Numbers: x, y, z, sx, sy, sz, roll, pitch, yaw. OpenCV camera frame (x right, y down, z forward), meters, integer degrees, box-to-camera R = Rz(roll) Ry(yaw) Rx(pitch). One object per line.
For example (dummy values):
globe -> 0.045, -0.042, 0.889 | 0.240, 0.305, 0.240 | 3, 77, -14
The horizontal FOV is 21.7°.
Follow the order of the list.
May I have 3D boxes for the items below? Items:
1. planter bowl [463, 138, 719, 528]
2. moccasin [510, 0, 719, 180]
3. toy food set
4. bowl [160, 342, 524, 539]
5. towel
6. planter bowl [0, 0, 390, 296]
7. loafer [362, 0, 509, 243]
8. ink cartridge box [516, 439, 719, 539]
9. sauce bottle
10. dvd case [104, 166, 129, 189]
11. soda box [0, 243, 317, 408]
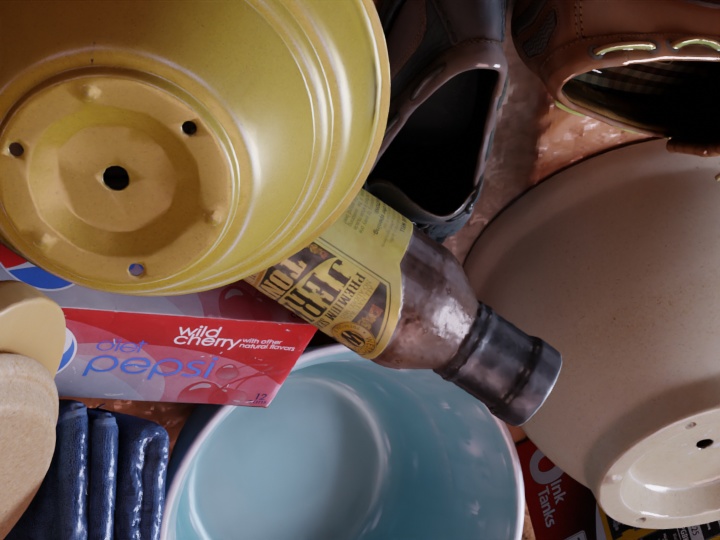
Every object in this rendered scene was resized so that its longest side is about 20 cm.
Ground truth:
planter bowl -> 0.161, 0.046, 0.964 | 0.198, 0.136, 0.201 | -9, 144, -7
moccasin -> 0.160, -0.080, 0.837 | 0.200, 0.078, 0.074 | 16, 135, -35
toy food set -> -0.205, 0.098, 0.759 | 0.197, 0.049, 0.201 | -27, 156, -43
bowl -> -0.025, 0.122, 0.990 | 0.199, 0.105, 0.203 | -6, 105, -22
towel -> -0.155, 0.118, 0.899 | 0.048, 0.113, 0.200 | 7, 173, -30
planter bowl -> -0.089, -0.054, 0.720 | 0.198, 0.084, 0.202 | 2, 124, 2
loafer -> 0.025, -0.053, 0.841 | 0.071, 0.063, 0.201 | -4, 144, -13
ink cartridge box -> 0.199, 0.163, 1.079 | 0.175, 0.201, 0.084 | -30, 141, 22
sauce bottle -> 0.000, 0.000, 0.834 | 0.199, 0.065, 0.065 | 33, 131, -9
dvd case -> -0.193, 0.004, 0.884 | 0.198, 0.022, 0.146 | -3, 144, -14
soda box -> -0.124, 0.013, 0.847 | 0.199, 0.064, 0.070 | 5, 139, -27
